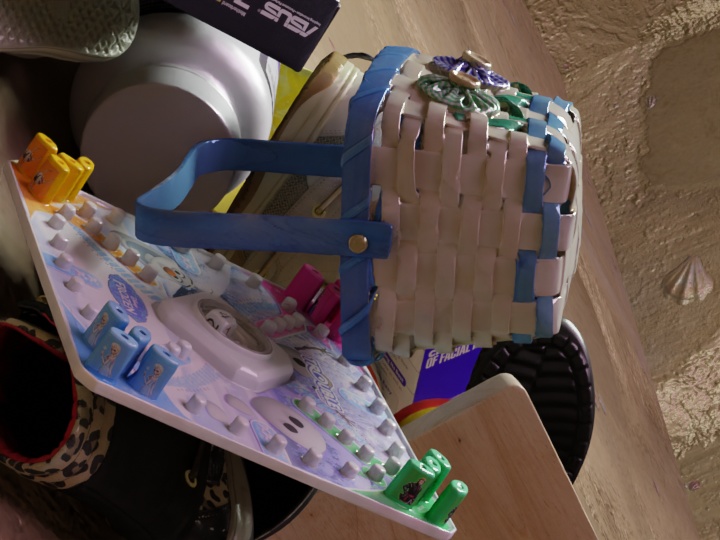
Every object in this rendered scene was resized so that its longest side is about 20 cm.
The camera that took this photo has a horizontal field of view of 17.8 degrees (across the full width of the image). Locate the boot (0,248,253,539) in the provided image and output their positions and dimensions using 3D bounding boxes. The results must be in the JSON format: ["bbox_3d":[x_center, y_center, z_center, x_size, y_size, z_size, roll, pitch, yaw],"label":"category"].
[{"bbox_3d":[-0.120,0.036,1.049,0.154,0.073,0.205,44,23,-54],"label":"boot"}]

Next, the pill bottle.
[{"bbox_3d":[-0.102,-0.102,1.274,0.200,0.111,0.112,-87,152,-64],"label":"pill bottle"}]

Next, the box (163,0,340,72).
[{"bbox_3d":[-0.119,-0.184,1.172,0.161,0.049,0.200,28,10,-38],"label":"box"}]

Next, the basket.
[{"bbox_3d":[0.005,-0.034,1.082,0.176,0.198,0.140,-68,157,-73],"label":"basket"}]

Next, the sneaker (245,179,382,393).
[{"bbox_3d":[-0.039,0.037,1.411,0.201,0.077,0.082,62,20,-26],"label":"sneaker"}]

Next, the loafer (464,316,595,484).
[{"bbox_3d":[0.080,0.106,1.248,0.071,0.072,0.201,-90,-171,-64],"label":"loafer"}]

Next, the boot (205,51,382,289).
[{"bbox_3d":[0.000,0.000,1.227,0.154,0.201,0.072,31,32,-2],"label":"boot"}]

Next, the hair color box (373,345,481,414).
[{"bbox_3d":[0.031,0.035,1.479,0.110,0.064,0.201,57,-24,28],"label":"hair color box"}]

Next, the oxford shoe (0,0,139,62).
[{"bbox_3d":[-0.185,-0.142,1.126,0.200,0.057,0.076,12,88,-61],"label":"oxford shoe"}]

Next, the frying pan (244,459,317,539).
[{"bbox_3d":[-0.054,0.117,1.089,0.031,0.114,0.191,51,21,-46],"label":"frying pan"}]

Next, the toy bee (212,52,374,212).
[{"bbox_3d":[-0.016,-0.033,1.343,0.131,0.200,0.109,49,22,0],"label":"toy bee"}]

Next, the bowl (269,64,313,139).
[{"bbox_3d":[-0.020,-0.069,1.536,0.108,0.199,0.200,-68,166,2],"label":"bowl"}]

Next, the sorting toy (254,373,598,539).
[{"bbox_3d":[0.026,0.171,1.185,0.201,0.198,0.070,63,-3,-23],"label":"sorting toy"}]

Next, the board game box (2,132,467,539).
[{"bbox_3d":[-0.058,0.026,1.044,0.199,0.026,0.200,26,18,-29],"label":"board game box"}]
